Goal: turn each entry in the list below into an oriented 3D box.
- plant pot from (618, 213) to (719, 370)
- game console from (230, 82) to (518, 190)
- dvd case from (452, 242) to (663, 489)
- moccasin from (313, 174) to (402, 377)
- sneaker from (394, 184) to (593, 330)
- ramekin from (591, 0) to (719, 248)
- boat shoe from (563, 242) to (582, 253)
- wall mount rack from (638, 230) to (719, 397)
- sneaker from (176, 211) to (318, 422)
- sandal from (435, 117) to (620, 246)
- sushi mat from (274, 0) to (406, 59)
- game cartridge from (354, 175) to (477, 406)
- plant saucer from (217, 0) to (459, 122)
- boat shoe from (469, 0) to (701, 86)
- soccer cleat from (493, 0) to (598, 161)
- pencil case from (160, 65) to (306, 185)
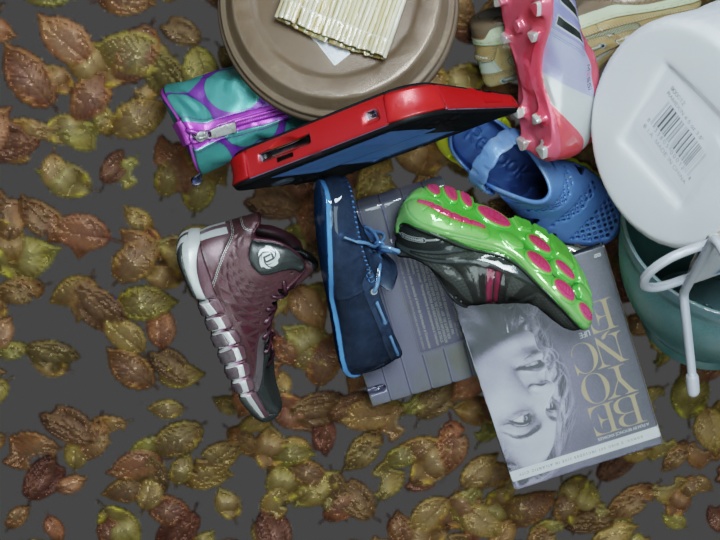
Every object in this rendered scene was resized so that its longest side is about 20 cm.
[{"bbox_3d":[0.322,0.005,1.124,0.198,0.202,0.135,-3,140,-5],"label":"plant pot"},{"bbox_3d":[0.010,-0.104,1.009,0.198,0.176,0.031,-17,84,32],"label":"game console"},{"bbox_3d":[0.184,0.092,1.164,0.147,0.016,0.202,-18,102,6],"label":"dvd case"},{"bbox_3d":[0.000,0.000,1.108,0.067,0.081,0.202,-11,128,-5],"label":"moccasin"},{"bbox_3d":[0.119,-0.004,1.114,0.199,0.077,0.084,30,130,-3],"label":"sneaker"},{"bbox_3d":[0.276,-0.112,0.990,0.097,0.200,0.203,-12,118,-34],"label":"ramekin"},{"bbox_3d":[0.211,0.069,1.197,0.074,0.062,0.202,-17,103,8],"label":"boat shoe"},{"bbox_3d":[0.310,0.016,0.956,0.198,0.075,0.174,-18,154,-8],"label":"wall mount rack"},{"bbox_3d":[-0.082,0.039,1.142,0.114,0.076,0.202,-22,113,0],"label":"sneaker"},{"bbox_3d":[0.154,-0.076,1.113,0.199,0.087,0.080,27,106,-19],"label":"sandal"},{"bbox_3d":[0.007,-0.273,0.991,0.095,0.012,0.202,19,83,0],"label":"sushi mat"},{"bbox_3d":[0.044,0.021,1.171,0.128,0.038,0.202,-17,114,-3],"label":"game cartridge"},{"bbox_3d":[-0.018,-0.218,1.007,0.197,0.029,0.203,0,83,1],"label":"plant saucer"},{"bbox_3d":[0.196,-0.202,1.074,0.198,0.072,0.077,-9,113,10],"label":"boat shoe"},{"bbox_3d":[0.159,-0.186,1.020,0.076,0.067,0.202,-23,120,-25],"label":"soccer cleat"},{"bbox_3d":[-0.062,-0.143,1.055,0.198,0.093,0.086,-17,114,0],"label":"pencil case"}]
